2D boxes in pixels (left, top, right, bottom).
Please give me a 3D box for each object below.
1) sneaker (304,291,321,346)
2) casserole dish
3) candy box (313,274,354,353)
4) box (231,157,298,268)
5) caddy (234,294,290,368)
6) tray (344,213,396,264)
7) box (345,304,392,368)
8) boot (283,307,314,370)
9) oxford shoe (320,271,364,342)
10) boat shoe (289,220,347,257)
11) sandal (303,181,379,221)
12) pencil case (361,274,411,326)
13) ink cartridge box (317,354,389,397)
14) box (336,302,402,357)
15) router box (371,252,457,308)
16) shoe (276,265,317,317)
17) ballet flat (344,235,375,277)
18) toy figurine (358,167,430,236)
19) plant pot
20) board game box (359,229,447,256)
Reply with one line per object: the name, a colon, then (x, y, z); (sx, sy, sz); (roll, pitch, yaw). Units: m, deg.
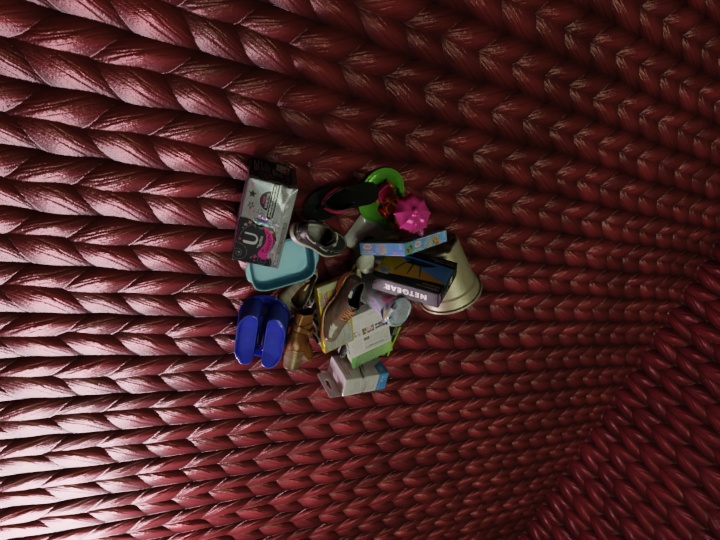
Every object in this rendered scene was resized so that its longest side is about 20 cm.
sneaker: (-0.106, 0.133, 1.597); (0.083, 0.080, 0.203); (-41, 138, -34)
casserole dish: (-0.203, -0.022, 1.421); (0.197, 0.039, 0.124); (-16, 114, -23)
candy box: (-0.071, 0.121, 1.531); (0.101, 0.026, 0.204); (-18, 117, -28)
box: (-0.221, -0.130, 1.267); (0.112, 0.133, 0.203); (11, 117, -15)
caddy: (-0.264, 0.162, 1.484); (0.138, 0.106, 0.203); (10, 119, -9)
tray: (0.045, -0.079, 1.560); (0.199, 0.022, 0.108); (28, 103, -42)
box: (0.019, 0.189, 1.666); (0.142, 0.036, 0.203); (-22, 127, -16)
boot: (-0.158, 0.177, 1.543); (0.072, 0.200, 0.158); (13, 98, 2)
oxford shoe: (-0.048, 0.106, 1.477); (0.070, 0.073, 0.204); (14, 101, -38)
boat shoe: (-0.093, -0.084, 1.416); (0.198, 0.059, 0.076); (22, 67, -49)
sandal: (-0.050, -0.175, 1.373); (0.196, 0.045, 0.077); (-16, 98, 4)
pencil case: (0.056, 0.079, 1.558); (0.091, 0.199, 0.083); (-51, 131, -1)
ink cartridge box: (-0.024, 0.322, 1.736); (0.196, 0.116, 0.069); (-4, 123, -31)
box: (0.039, 0.179, 1.724); (0.190, 0.048, 0.203); (3, 119, -36)
router box: (0.147, 0.014, 1.504); (0.150, 0.196, 0.052); (-52, 148, -44)
shoe: (-0.177, 0.070, 1.505); (0.069, 0.053, 0.202); (21, 109, -40)
ballet flat: (0.000, 0.000, 1.536); (0.067, 0.069, 0.202); (7, 126, -32)
toy figurine: (0.109, -0.144, 1.431); (0.149, 0.184, 0.201); (-39, 132, -8)
plant pot: (0.244, -0.006, 1.639); (0.198, 0.200, 0.186); (-29, 121, -10)
board game box: (0.116, -0.075, 1.479); (0.198, 0.149, 0.037); (-18, 105, -47)
